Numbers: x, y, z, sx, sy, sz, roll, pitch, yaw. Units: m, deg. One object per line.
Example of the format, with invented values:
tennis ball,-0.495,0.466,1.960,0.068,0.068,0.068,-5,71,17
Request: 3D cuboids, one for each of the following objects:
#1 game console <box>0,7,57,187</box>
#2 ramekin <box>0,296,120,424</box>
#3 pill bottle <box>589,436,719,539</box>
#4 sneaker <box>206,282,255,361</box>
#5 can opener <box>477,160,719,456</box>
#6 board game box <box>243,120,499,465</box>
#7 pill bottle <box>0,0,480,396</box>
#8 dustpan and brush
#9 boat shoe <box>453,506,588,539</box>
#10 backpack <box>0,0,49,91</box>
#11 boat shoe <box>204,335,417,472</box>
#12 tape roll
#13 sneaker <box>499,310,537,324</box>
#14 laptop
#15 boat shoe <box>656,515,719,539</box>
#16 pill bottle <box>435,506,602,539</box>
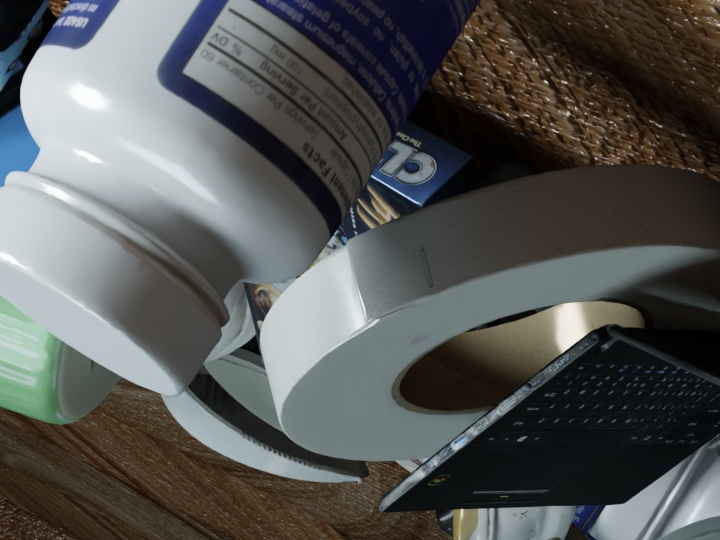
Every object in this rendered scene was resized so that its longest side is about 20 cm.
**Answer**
game console,-0.161,-0.098,1.229,0.118,0.200,0.171,-31,97,36
ramekin,-0.156,-0.020,1.423,0.097,0.201,0.200,23,166,10
pill bottle,0.212,0.139,1.303,0.199,0.113,0.112,31,167,6
sneaker,-0.090,-0.016,1.341,0.078,0.099,0.200,55,147,24
can opener,0.132,0.020,1.225,0.200,0.053,0.066,35,132,-17
board game box,0.000,0.000,1.231,0.135,0.035,0.201,31,150,32
pill bottle,-0.046,-0.065,0.959,0.119,0.201,0.120,31,167,8
dustpan and brush,-0.089,0.051,1.562,0.199,0.140,0.057,-1,146,-27
boat shoe,0.080,0.147,1.359,0.069,0.071,0.200,0,155,2
backpack,-0.187,-0.158,1.098,0.182,0.135,0.200,32,167,2
boat shoe,-0.005,0.056,1.470,0.199,0.060,0.074,13,151,46
tape roll,0.059,0.020,1.101,0.203,0.202,0.037,66,-171,-68
sneaker,0.051,0.040,1.360,0.199,0.078,0.112,28,155,28
laptop,0.144,0.079,1.104,0.177,0.200,0.104,5,-128,-51
boat shoe,0.191,0.127,1.180,0.060,0.199,0.076,84,172,-88
pill bottle,0.148,0.139,1.461,0.199,0.112,0.112,33,167,-5
